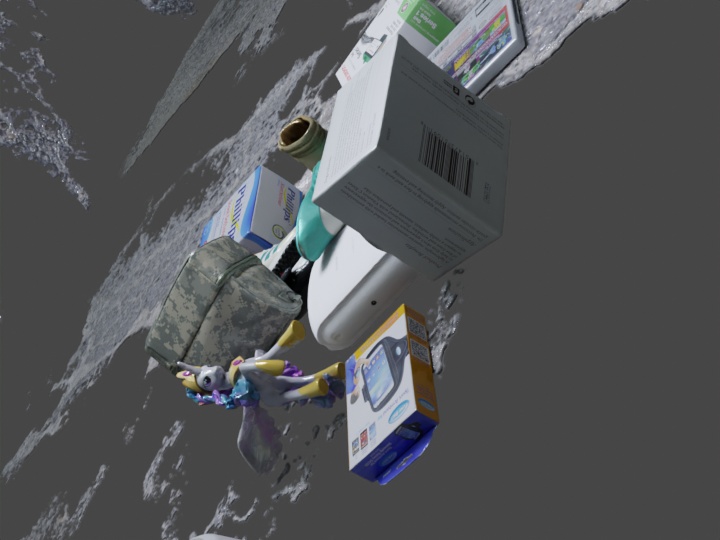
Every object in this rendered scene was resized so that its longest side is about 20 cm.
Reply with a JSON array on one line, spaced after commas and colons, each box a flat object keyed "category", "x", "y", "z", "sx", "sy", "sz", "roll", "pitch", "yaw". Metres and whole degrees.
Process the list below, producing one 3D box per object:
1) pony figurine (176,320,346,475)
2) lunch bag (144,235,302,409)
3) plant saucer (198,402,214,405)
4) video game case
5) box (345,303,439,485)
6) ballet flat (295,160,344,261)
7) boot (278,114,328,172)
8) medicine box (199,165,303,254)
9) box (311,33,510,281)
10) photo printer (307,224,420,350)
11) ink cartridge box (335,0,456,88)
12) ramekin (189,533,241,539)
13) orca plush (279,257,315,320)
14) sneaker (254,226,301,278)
[{"category": "pony figurine", "x": -0.119, "y": 0.153, "z": 1.256, "sx": 0.197, "sy": 0.193, "sz": 0.169, "roll": -17, "pitch": 47, "yaw": 29}, {"category": "lunch bag", "x": -0.191, "y": 0.078, "z": 1.379, "sx": 0.202, "sy": 0.167, "sz": 0.139, "roll": -58, "pitch": -10, "yaw": 19}, {"category": "plant saucer", "x": -0.175, "y": 0.115, "z": 1.554, "sx": 0.199, "sy": 0.036, "sz": 0.202, "roll": -28, "pitch": 39, "yaw": 49}, {"category": "video game case", "x": 0.157, "y": -0.311, "z": 1.402, "sx": 0.200, "sy": 0.023, "sz": 0.184, "roll": -42, "pitch": 29, "yaw": 33}, {"category": "box", "x": 0.033, "y": 0.146, "z": 1.107, "sx": 0.119, "sy": 0.041, "sz": 0.202, "roll": -47, "pitch": 25, "yaw": 27}, {"category": "ballet flat", "x": -0.043, "y": -0.097, "z": 1.360, "sx": 0.069, "sy": 0.068, "sz": 0.202, "roll": -18, "pitch": 37, "yaw": 24}, {"category": "boot", "x": -0.067, "y": -0.178, "z": 1.525, "sx": 0.074, "sy": 0.154, "sz": 0.199, "roll": -61, "pitch": 24, "yaw": -7}, {"category": "medicine box", "x": -0.201, "y": -0.048, "z": 1.708, "sx": 0.200, "sy": 0.102, "sz": 0.184, "roll": -43, "pitch": 29, "yaw": 34}, {"category": "box", "x": 0.067, "y": -0.133, "z": 1.160, "sx": 0.130, "sy": 0.197, "sz": 0.203, "roll": -34, "pitch": 34, "yaw": 42}, {"category": "photo printer", "x": 0.000, "y": 0.000, "z": 1.298, "sx": 0.200, "sy": 0.069, "sz": 0.168, "roll": -47, "pitch": 27, "yaw": 27}, {"category": "ink cartridge box", "x": 0.054, "y": -0.359, "z": 1.580, "sx": 0.201, "sy": 0.084, "sz": 0.147, "roll": -52, "pitch": 25, "yaw": 15}, {"category": "ramekin", "x": -0.185, "y": 0.415, "z": 1.162, "sx": 0.202, "sy": 0.093, "sz": 0.204, "roll": -44, "pitch": 28, "yaw": 31}, {"category": "orca plush", "x": -0.053, "y": 0.006, "z": 1.440, "sx": 0.201, "sy": 0.071, "sz": 0.105, "roll": -51, "pitch": -21, "yaw": -4}, {"category": "sneaker", "x": -0.130, "y": -0.020, "z": 1.493, "sx": 0.201, "sy": 0.070, "sz": 0.093, "roll": -52, "pitch": 45, "yaw": -3}]
